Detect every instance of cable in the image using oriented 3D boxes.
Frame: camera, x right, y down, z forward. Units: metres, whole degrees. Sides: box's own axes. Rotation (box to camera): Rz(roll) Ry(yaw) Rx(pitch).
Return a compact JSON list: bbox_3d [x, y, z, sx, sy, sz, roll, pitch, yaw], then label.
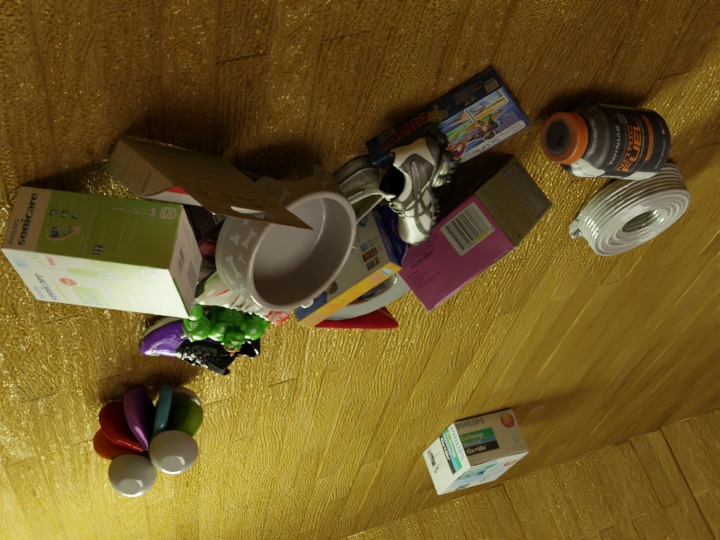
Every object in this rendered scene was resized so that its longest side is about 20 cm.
[{"bbox_3d":[0.477,-0.105,1.941,0.197,0.070,0.201,-15,155,-16],"label":"cable"}]

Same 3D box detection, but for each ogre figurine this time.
[{"bbox_3d":[-0.188,0.055,1.668,0.199,0.098,0.121,-18,143,-50],"label":"ogre figurine"}]

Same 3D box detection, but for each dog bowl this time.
[{"bbox_3d":[-0.088,-0.036,1.431,0.199,0.059,0.202,-28,138,-28],"label":"dog bowl"}]

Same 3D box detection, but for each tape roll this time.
[{"bbox_3d":[0.000,0.000,1.746,0.198,0.067,0.201,-20,155,-9],"label":"tape roll"}]

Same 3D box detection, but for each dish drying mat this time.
[{"bbox_3d":[-0.022,0.068,1.857,0.198,0.077,0.018,6,128,-47],"label":"dish drying mat"}]

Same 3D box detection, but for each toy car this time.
[{"bbox_3d":[-0.367,0.268,1.900,0.198,0.176,0.151,-29,119,15],"label":"toy car"}]

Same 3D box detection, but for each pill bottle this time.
[{"bbox_3d":[0.351,-0.188,1.617,0.198,0.107,0.106,-2,149,-39],"label":"pill bottle"}]

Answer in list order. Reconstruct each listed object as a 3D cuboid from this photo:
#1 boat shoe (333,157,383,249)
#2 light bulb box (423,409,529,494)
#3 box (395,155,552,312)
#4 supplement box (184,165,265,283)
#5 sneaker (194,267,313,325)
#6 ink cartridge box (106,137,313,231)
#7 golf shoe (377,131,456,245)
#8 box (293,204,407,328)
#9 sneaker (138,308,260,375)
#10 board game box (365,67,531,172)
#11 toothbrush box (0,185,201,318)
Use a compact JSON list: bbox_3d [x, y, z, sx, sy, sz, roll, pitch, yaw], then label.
[{"bbox_3d":[-0.032,-0.064,1.558,0.074,0.087,0.202,6,143,-47],"label":"boat shoe"},{"bbox_3d":[0.300,0.475,2.916,0.196,0.126,0.200,-9,153,-28],"label":"light bulb box"},{"bbox_3d":[0.165,-0.056,1.636,0.175,0.097,0.200,-39,180,32],"label":"box"},{"bbox_3d":[-0.191,-0.050,1.478,0.199,0.062,0.108,-34,154,25],"label":"supplement box"},{"bbox_3d":[-0.137,0.030,1.516,0.070,0.094,0.199,-37,167,36],"label":"sneaker"},{"bbox_3d":[-0.172,-0.082,1.271,0.160,0.200,0.051,7,115,-47],"label":"ink cartridge box"},{"bbox_3d":[0.060,-0.106,1.493,0.093,0.078,0.201,-9,143,-17],"label":"golf shoe"},{"bbox_3d":[-0.025,-0.018,1.617,0.199,0.120,0.041,-35,148,24],"label":"box"},{"bbox_3d":[-0.241,0.118,1.730,0.198,0.100,0.070,-10,151,-29],"label":"sneaker"},{"bbox_3d":[0.121,-0.184,1.507,0.198,0.035,0.135,-29,155,15],"label":"board game box"},{"bbox_3d":[-0.300,-0.019,1.320,0.197,0.087,0.146,8,156,4],"label":"toothbrush box"}]
